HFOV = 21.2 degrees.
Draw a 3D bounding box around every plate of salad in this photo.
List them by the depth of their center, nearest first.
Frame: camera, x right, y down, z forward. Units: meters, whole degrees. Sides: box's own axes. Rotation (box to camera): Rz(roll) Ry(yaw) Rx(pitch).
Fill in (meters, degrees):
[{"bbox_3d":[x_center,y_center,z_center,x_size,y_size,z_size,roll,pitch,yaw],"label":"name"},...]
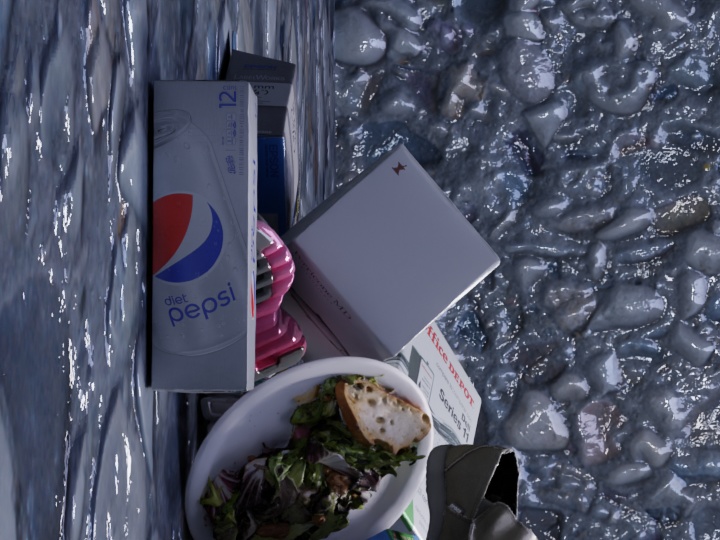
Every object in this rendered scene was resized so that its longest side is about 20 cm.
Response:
[{"bbox_3d":[-0.032,0.153,1.411,0.048,0.200,0.200,-130,-149,-49],"label":"plate of salad"}]

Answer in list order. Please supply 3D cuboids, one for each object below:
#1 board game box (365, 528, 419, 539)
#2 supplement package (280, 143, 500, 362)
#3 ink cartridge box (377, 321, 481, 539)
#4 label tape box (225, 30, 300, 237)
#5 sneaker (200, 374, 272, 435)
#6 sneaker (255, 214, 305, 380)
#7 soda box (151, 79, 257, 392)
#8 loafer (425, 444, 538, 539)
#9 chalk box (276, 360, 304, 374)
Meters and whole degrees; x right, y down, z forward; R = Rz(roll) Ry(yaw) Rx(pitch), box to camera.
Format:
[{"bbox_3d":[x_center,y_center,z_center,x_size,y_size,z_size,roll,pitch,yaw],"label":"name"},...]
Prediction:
[{"bbox_3d":[0.063,0.285,1.390,0.200,0.037,0.151,63,4,13],"label":"board game box"},{"bbox_3d":[0.000,0.000,1.477,0.117,0.117,0.200,50,-19,-3],"label":"supplement package"},{"bbox_3d":[0.024,0.139,1.591,0.147,0.083,0.200,58,32,-36],"label":"ink cartridge box"},{"bbox_3d":[-0.085,-0.100,1.644,0.200,0.063,0.144,-86,176,-58],"label":"label tape box"},{"bbox_3d":[-0.087,0.164,1.507,0.091,0.078,0.200,114,-22,-86],"label":"sneaker"},{"bbox_3d":[-0.093,0.002,1.388,0.200,0.079,0.095,87,-19,-60],"label":"sneaker"},{"bbox_3d":[-0.100,-0.021,1.244,0.068,0.063,0.200,66,25,-87],"label":"soda box"},{"bbox_3d":[0.087,0.196,1.367,0.075,0.070,0.200,54,23,-41],"label":"loafer"},{"bbox_3d":[-0.039,0.153,1.796,0.200,0.124,0.125,116,-22,-54],"label":"chalk box"}]
